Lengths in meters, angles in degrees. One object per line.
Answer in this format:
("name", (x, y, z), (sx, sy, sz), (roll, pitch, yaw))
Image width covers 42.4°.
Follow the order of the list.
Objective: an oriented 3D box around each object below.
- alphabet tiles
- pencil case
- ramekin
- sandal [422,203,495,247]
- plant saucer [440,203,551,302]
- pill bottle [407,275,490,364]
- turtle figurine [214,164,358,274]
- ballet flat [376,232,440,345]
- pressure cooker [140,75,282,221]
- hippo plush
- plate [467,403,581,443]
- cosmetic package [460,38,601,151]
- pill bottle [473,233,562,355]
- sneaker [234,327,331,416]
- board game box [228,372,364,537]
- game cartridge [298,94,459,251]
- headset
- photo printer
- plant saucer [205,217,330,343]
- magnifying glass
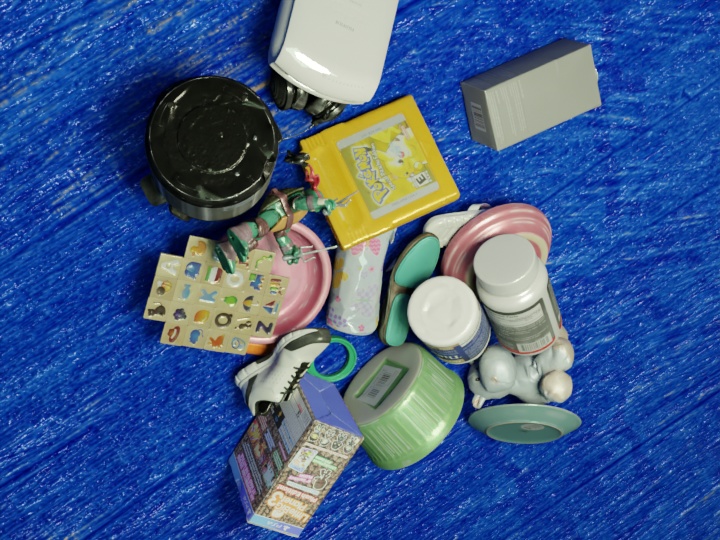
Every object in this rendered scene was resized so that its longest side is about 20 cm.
("alphabet tiles", (-0.208, 0.039, 1.353), (0.199, 0.006, 0.168), (11, 106, -26))
("pencil case", (0.000, 0.000, 1.456), (0.090, 0.083, 0.202), (-2, 111, -36))
("ramekin", (0.061, 0.212, 1.505), (0.200, 0.200, 0.098), (-44, 113, -1))
("sandal", (0.192, -0.080, 1.518), (0.201, 0.050, 0.083), (-1, 134, -26))
("plant saucer", (0.230, -0.018, 1.525), (0.199, 0.051, 0.201), (-15, 136, -14))
("pill bottle", (0.149, 0.088, 1.495), (0.111, 0.111, 0.200), (-45, 156, -1))
("turtle figurine", (-0.104, -0.067, 1.306), (0.199, 0.101, 0.150), (-28, 158, -29))
("ballet flat", (0.067, 0.023, 1.500), (0.068, 0.068, 0.201), (16, 104, -25))
("pressure cooker", (-0.202, -0.154, 1.251), (0.175, 0.200, 0.180), (15, 83, -7))
("hippo plush", (0.269, 0.165, 1.623), (0.159, 0.200, 0.160), (7, 65, -5))
("plate", (0.289, 0.277, 1.640), (0.199, 0.200, 0.026), (20, 61, -28))
("cosmetic package", (0.269, -0.278, 1.458), (0.199, 0.090, 0.107), (-24, 118, -15))
("pill bottle", (0.247, 0.038, 1.466), (0.114, 0.114, 0.200), (-36, 139, -6))
("sneaker", (-0.110, 0.156, 1.427), (0.073, 0.080, 0.200), (10, 140, -47))
("board game box", (-0.106, 0.285, 1.470), (0.096, 0.160, 0.201), (26, 105, -29))
("game cartridge", (0.025, -0.148, 1.385), (0.199, 0.032, 0.177), (-25, 85, -13))
("headset", (-0.069, -0.248, 1.320), (0.123, 0.094, 0.201), (18, 91, -27))
("photo printer", (-0.036, -0.337, 1.276), (0.165, 0.069, 0.202), (18, 80, -27))
("plant saucer", (-0.145, 0.010, 1.408), (0.199, 0.051, 0.202), (-8, 113, -19))
("magnifying glass", (-0.098, 0.135, 1.506), (0.199, 0.022, 0.080), (11, 106, -28))
